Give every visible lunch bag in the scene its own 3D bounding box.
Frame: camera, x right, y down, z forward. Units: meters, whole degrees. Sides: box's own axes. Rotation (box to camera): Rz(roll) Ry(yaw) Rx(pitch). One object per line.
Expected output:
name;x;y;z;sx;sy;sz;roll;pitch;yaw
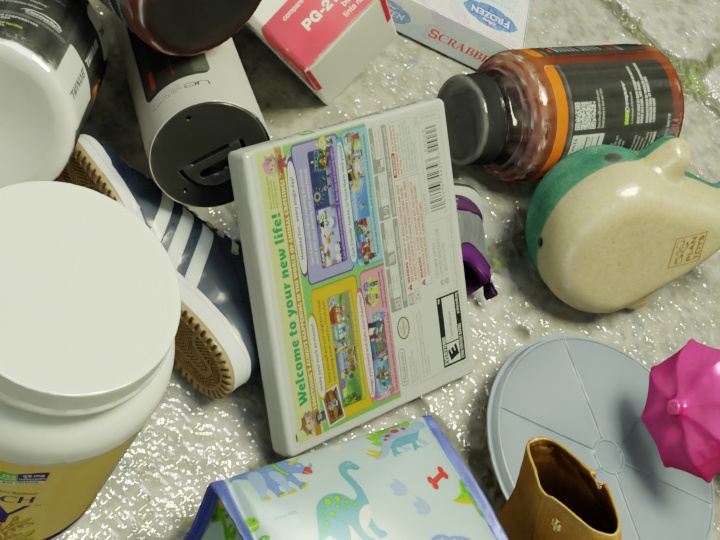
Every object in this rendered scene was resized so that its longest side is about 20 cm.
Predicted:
lunch bag;0.009;0.209;0.818;0.169;0.128;0.201;-15;58;-35

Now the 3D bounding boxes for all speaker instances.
speaker;-0.118;-0.128;0.955;0.081;0.082;0.201;9;33;-23

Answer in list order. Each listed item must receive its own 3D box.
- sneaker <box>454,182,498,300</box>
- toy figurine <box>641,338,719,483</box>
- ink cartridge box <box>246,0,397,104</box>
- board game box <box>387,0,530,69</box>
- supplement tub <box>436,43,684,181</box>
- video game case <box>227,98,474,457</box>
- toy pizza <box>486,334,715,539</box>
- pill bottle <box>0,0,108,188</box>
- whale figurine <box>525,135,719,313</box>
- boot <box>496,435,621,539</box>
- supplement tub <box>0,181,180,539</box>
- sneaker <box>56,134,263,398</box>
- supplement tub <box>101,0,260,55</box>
sneaker;0.016;-0.016;1.006;0.199;0.074;0.088;-3;66;-31
toy figurine;0.286;0.114;1.008;0.184;0.150;0.200;35;21;-10
ink cartridge box;-0.073;-0.232;1.044;0.084;0.145;0.200;-45;84;2
board game box;0.059;-0.286;1.225;0.199;0.041;0.201;24;51;-13
supplement tub;0.158;-0.128;1.133;0.199;0.107;0.108;-7;63;-32
video game case;0.000;0.000;0.937;0.181;0.022;0.202;-20;109;-40
toy pizza;0.171;0.140;1.010;0.199;0.032;0.201;16;54;-23
pill bottle;-0.220;-0.129;0.898;0.106;0.107;0.200;23;23;-13
whale figurine;0.220;-0.045;1.091;0.199;0.160;0.104;-11;41;-20
boot;0.136;0.210;0.838;0.070;0.145;0.202;-11;43;-23
supplement tub;-0.186;0.058;0.763;0.144;0.200;0.146;14;54;-19
sneaker;-0.113;-0.019;0.939;0.108;0.070;0.200;-31;81;-38
supplement tub;-0.152;-0.232;0.903;0.106;0.107;0.200;-20;51;-36
